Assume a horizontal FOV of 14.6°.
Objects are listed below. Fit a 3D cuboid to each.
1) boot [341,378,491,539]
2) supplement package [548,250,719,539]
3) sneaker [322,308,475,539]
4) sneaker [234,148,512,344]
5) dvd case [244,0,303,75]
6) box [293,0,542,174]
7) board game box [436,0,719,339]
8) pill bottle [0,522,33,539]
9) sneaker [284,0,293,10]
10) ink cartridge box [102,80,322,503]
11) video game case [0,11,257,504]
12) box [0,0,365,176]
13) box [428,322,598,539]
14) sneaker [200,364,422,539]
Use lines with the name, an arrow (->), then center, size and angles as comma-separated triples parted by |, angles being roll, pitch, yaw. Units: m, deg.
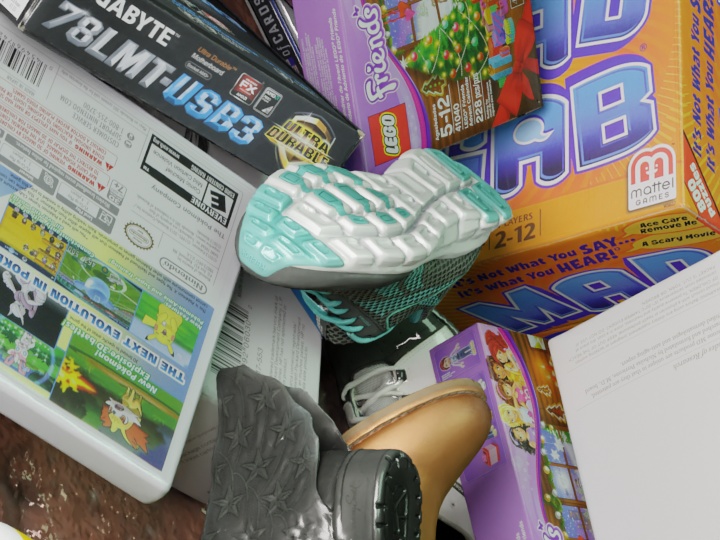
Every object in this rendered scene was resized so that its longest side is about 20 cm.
boot -> 0.023, 0.159, 1.311 | 0.155, 0.200, 0.077 | 42, -11, 33
supplement package -> 0.194, 0.113, 1.443 | 0.121, 0.119, 0.201 | 20, 50, -47
sneaker -> 0.029, 0.096, 1.487 | 0.201, 0.074, 0.088 | 61, 34, -2
sneaker -> 0.000, 0.000, 1.356 | 0.078, 0.092, 0.200 | 39, 23, 24
dvd case -> -0.003, -0.141, 1.640 | 0.150, 0.025, 0.201 | -25, 89, -55
box -> 0.025, -0.162, 1.444 | 0.136, 0.039, 0.201 | -24, 113, -39
board game box -> 0.151, -0.069, 1.604 | 0.199, 0.199, 0.201 | 27, 56, -46
pill bottle -> -0.146, 0.175, 1.186 | 0.200, 0.114, 0.115 | 36, 43, -33
sneaker -> -0.040, -0.177, 1.543 | 0.199, 0.086, 0.081 | 18, 56, -1
ink cartridge box -> -0.113, 0.001, 1.359 | 0.200, 0.086, 0.147 | 31, 47, -34
video game case -> -0.145, -0.019, 1.244 | 0.200, 0.022, 0.183 | 35, 46, -20
box -> -0.119, -0.130, 1.377 | 0.200, 0.050, 0.199 | 30, 11, -38
box -> 0.113, 0.133, 1.467 | 0.136, 0.039, 0.201 | 13, 55, -47
sneaker -> -0.030, 0.144, 1.267 | 0.060, 0.104, 0.201 | 27, 67, -59
